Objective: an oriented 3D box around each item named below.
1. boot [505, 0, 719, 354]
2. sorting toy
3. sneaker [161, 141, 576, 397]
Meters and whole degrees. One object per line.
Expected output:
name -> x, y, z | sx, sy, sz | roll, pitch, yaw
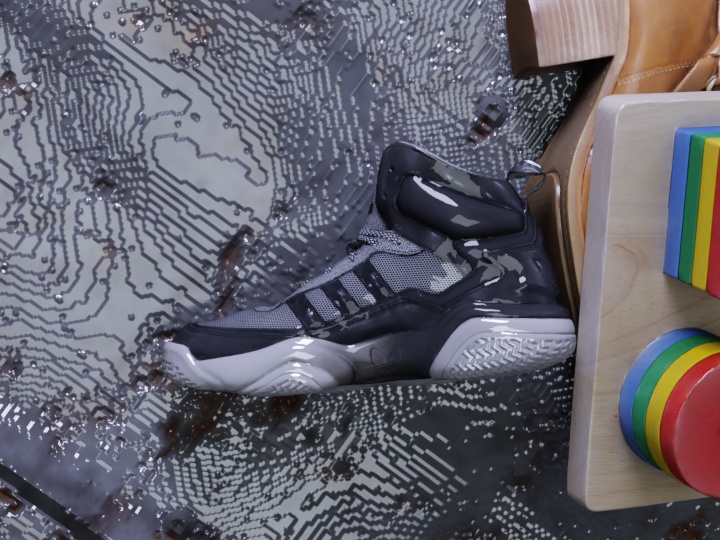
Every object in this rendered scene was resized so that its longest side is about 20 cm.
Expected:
boot -> 0.159, -0.059, 0.956 | 0.154, 0.074, 0.201 | -8, 101, -13
sorting toy -> 0.208, 0.018, 0.930 | 0.199, 0.070, 0.200 | -4, 106, -25
sneaker -> 0.000, 0.000, 0.932 | 0.199, 0.075, 0.114 | -6, 85, 11
